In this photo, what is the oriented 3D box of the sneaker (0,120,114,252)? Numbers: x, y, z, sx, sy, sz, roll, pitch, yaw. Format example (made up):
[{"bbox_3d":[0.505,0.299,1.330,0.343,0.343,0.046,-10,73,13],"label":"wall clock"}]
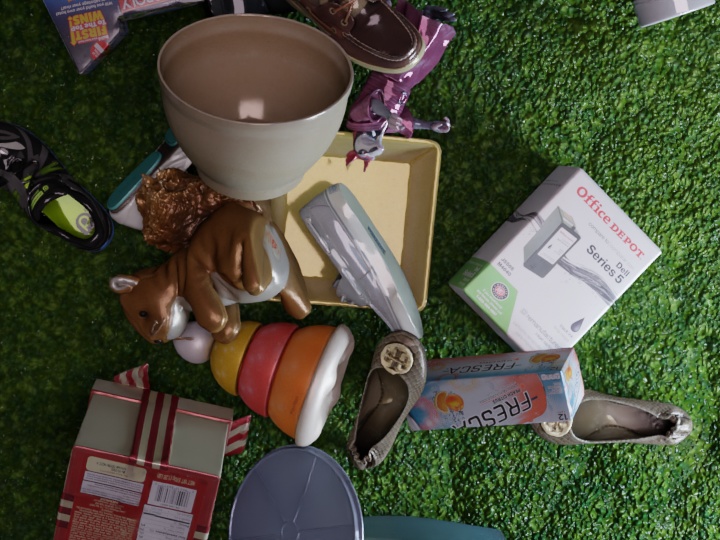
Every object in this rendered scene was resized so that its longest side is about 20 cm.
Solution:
[{"bbox_3d":[-0.353,-0.095,1.483,0.200,0.083,0.071,42,88,-9],"label":"sneaker"}]

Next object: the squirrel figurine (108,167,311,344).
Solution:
[{"bbox_3d":[-0.181,-0.014,1.478,0.186,0.142,0.200,-19,78,17],"label":"squirrel figurine"}]

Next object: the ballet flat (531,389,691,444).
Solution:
[{"bbox_3d":[0.304,0.182,1.618,0.200,0.046,0.068,6,93,-9],"label":"ballet flat"}]

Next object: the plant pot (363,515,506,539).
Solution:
[{"bbox_3d":[0.061,0.362,1.562,0.200,0.141,0.142,15,93,-4],"label":"plant pot"}]

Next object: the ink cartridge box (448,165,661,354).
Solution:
[{"bbox_3d":[0.227,-0.004,1.578,0.145,0.084,0.200,44,88,-10],"label":"ink cartridge box"}]

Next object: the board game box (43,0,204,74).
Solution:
[{"bbox_3d":[-0.276,-0.324,1.476,0.200,0.062,0.200,-11,100,1],"label":"board game box"}]

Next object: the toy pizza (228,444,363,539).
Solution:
[{"bbox_3d":[-0.071,0.299,1.531,0.032,0.200,0.201,14,94,-50],"label":"toy pizza"}]

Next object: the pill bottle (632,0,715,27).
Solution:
[{"bbox_3d":[0.336,-0.389,1.544,0.120,0.120,0.200,-19,97,-7],"label":"pill bottle"}]

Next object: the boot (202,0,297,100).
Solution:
[{"bbox_3d":[-0.093,-0.298,1.515,0.162,0.073,0.199,-15,98,-12],"label":"boot"}]

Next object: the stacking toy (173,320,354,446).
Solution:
[{"bbox_3d":[-0.119,0.101,1.530,0.200,0.146,0.146,21,92,7],"label":"stacking toy"}]

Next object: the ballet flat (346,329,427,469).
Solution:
[{"bbox_3d":[0.024,0.154,1.534,0.067,0.046,0.200,31,126,15],"label":"ballet flat"}]

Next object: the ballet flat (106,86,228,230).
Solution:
[{"bbox_3d":[-0.203,-0.126,1.520,0.069,0.069,0.200,40,92,-10],"label":"ballet flat"}]

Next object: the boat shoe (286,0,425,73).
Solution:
[{"bbox_3d":[-0.019,-0.281,1.418,0.200,0.072,0.072,41,88,19],"label":"boat shoe"}]

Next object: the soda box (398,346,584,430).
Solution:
[{"bbox_3d":[0.150,0.136,1.537,0.200,0.068,0.064,-7,108,26],"label":"soda box"}]

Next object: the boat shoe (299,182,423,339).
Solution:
[{"bbox_3d":[0.000,0.000,1.513,0.071,0.070,0.201,-28,101,16],"label":"boat shoe"}]

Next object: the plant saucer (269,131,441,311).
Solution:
[{"bbox_3d":[-0.016,-0.060,1.556,0.200,0.048,0.200,5,94,-8],"label":"plant saucer"}]

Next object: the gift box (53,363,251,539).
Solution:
[{"bbox_3d":[-0.227,0.222,1.476,0.184,0.187,0.200,18,107,-8],"label":"gift box"}]

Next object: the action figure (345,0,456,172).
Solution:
[{"bbox_3d":[0.026,-0.206,1.485,0.149,0.134,0.200,30,90,22],"label":"action figure"}]

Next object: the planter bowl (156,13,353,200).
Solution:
[{"bbox_3d":[-0.112,-0.160,1.414,0.200,0.200,0.135,-1,133,-9],"label":"planter bowl"}]
